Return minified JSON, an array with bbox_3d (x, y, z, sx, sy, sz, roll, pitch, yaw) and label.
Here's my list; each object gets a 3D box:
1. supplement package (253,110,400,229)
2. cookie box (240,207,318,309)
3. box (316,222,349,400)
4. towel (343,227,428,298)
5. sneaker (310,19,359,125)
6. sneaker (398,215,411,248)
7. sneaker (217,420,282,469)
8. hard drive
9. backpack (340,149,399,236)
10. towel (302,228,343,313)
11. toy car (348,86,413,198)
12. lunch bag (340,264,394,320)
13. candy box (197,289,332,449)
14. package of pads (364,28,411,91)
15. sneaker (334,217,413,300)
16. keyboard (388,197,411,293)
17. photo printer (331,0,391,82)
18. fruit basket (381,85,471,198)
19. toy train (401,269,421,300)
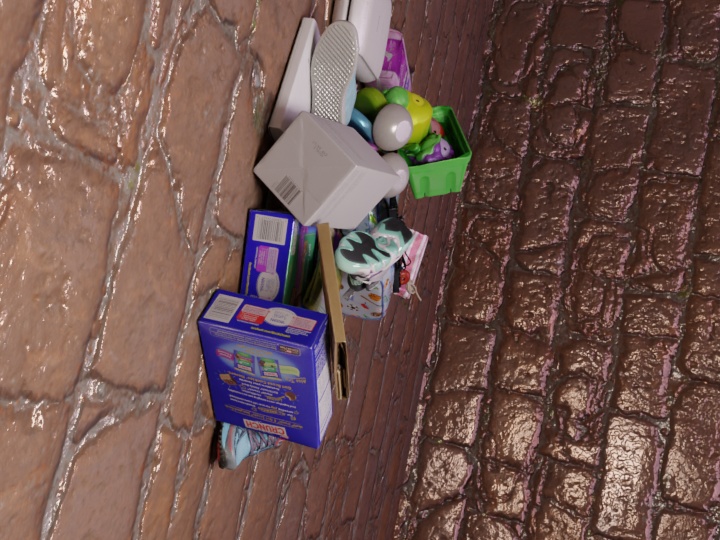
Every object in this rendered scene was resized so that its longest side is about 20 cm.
[{"bbox_3d":[-0.046,-0.145,1.378,0.120,0.121,0.200,-48,165,15],"label":"supplement package"},{"bbox_3d":[-0.116,-0.011,1.417,0.200,0.074,0.173,-23,122,-77],"label":"cookie box"},{"bbox_3d":[-0.039,0.059,1.301,0.164,0.021,0.202,88,-5,-55],"label":"box"},{"bbox_3d":[0.049,-0.038,1.927,0.030,0.199,0.148,4,-107,60],"label":"towel"},{"bbox_3d":[-0.038,-0.309,1.453,0.082,0.073,0.202,-64,171,-56],"label":"sneaker"},{"bbox_3d":[0.059,-0.031,2.024,0.077,0.139,0.202,21,69,-42],"label":"sneaker"},{"bbox_3d":[-0.153,0.236,1.392,0.200,0.094,0.080,-56,152,-62],"label":"sneaker"},{"bbox_3d":[-0.095,-0.273,1.432,0.132,0.026,0.202,72,30,-65],"label":"hard drive"},{"bbox_3d":[0.017,-0.155,1.803,0.201,0.152,0.164,-59,162,-31],"label":"backpack"},{"bbox_3d":[-0.056,0.012,1.496,0.200,0.023,0.145,58,44,-76],"label":"towel"},{"bbox_3d":[-0.007,-0.224,1.633,0.149,0.175,0.202,-16,122,-35],"label":"toy car"},{"bbox_3d":[-0.020,0.014,1.691,0.201,0.159,0.076,90,17,-61],"label":"lunch bag"},{"bbox_3d":[-0.127,0.139,1.268,0.077,0.167,0.202,-61,157,-47],"label":"candy box"},{"bbox_3d":[0.057,-0.397,1.910,0.200,0.075,0.122,71,28,-65],"label":"package of pads"},{"bbox_3d":[0.000,0.000,1.490,0.199,0.078,0.140,-23,154,-54],"label":"sneaker"},{"bbox_3d":[0.076,-0.044,1.726,0.105,0.039,0.202,-86,173,-53],"label":"keyboard"},{"bbox_3d":[0.001,-0.444,1.633,0.200,0.069,0.168,21,79,-77],"label":"photo printer"},{"bbox_3d":[0.117,-0.265,1.727,0.216,0.154,0.218,171,-90,-87],"label":"fruit basket"},{"bbox_3d":[0.042,0.016,1.875,0.085,0.115,0.201,-112,176,-57],"label":"toy train"}]
